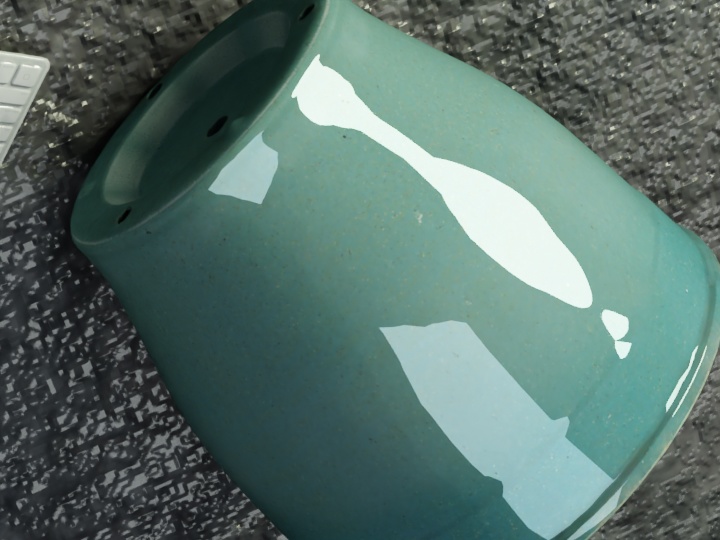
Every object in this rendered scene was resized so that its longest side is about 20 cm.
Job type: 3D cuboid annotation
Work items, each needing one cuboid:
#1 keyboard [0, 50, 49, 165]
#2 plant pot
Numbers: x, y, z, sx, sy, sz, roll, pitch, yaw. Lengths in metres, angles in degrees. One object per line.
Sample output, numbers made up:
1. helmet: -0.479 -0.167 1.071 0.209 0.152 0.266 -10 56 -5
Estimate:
1. keyboard: -0.204 -0.065 0.767 0.200 0.011 0.056 5 133 -40
2. plant pot: 0.000 0.000 0.829 0.200 0.200 0.188 -44 111 5
